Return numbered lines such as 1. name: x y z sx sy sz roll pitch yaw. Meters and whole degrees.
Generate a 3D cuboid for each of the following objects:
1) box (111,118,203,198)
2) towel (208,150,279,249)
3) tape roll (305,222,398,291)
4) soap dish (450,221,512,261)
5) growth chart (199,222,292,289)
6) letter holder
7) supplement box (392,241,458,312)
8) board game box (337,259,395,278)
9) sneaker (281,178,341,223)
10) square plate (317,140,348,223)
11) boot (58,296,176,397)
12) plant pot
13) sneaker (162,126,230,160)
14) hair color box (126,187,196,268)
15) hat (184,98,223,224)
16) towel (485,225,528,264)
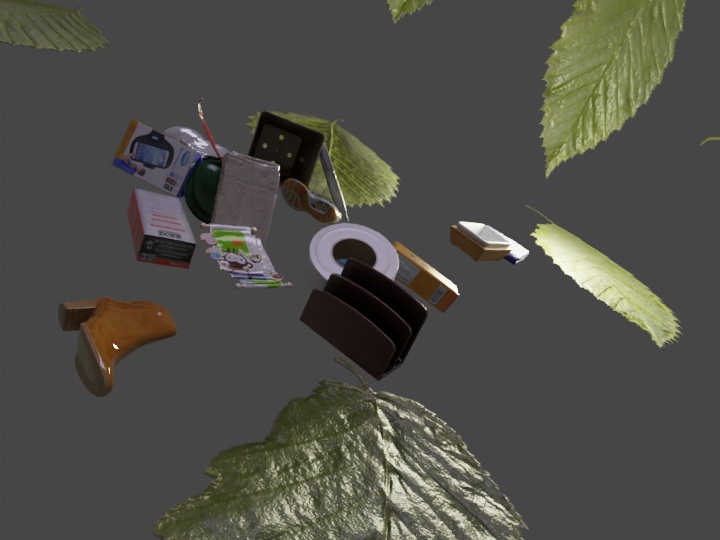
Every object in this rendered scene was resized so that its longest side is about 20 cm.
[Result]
1. box: -0.468 -0.256 1.359 0.199 0.120 0.041 26 2 5
2. towel: -0.255 -0.152 1.276 0.131 0.202 0.034 12 1 -28
3. tape roll: -0.020 -0.010 1.269 0.200 0.071 0.204 8 46 -9
4. soap dish: 0.414 -0.098 2.007 0.199 0.082 0.157 -2 35 -48
5. growth chart: -0.243 -0.030 1.192 0.144 0.018 0.201 -5 48 -40
6. letter holder: 0.008 0.082 1.097 0.199 0.143 0.100 35 24 21
7. supplement box: 0.146 0.016 1.436 0.199 0.069 0.067 38 17 -8
8. board game box: 0.000 0.000 1.410 0.157 0.039 0.200 31 15 14
9. sneaker: -0.140 -0.189 1.653 0.199 0.076 0.088 37 9 18
10. square plate: -0.086 -0.268 1.735 0.028 0.201 0.199 -18 40 -3
11. boot: -0.323 0.094 0.809 0.143 0.071 0.201 0 28 -41
12. plant pot: -0.242 -0.356 1.751 0.198 0.201 0.177 18 11 -18
13. sneaker: -0.460 -0.336 1.624 0.198 0.076 0.089 18 35 -21
14. hair color box: -0.396 -0.086 1.143 0.101 0.062 0.200 11 25 -32
15. hat: -0.323 -0.211 1.257 0.200 0.166 0.176 44 -14 8
16. towel: 0.517 -0.091 2.156 0.199 0.050 0.147 37 32 23
